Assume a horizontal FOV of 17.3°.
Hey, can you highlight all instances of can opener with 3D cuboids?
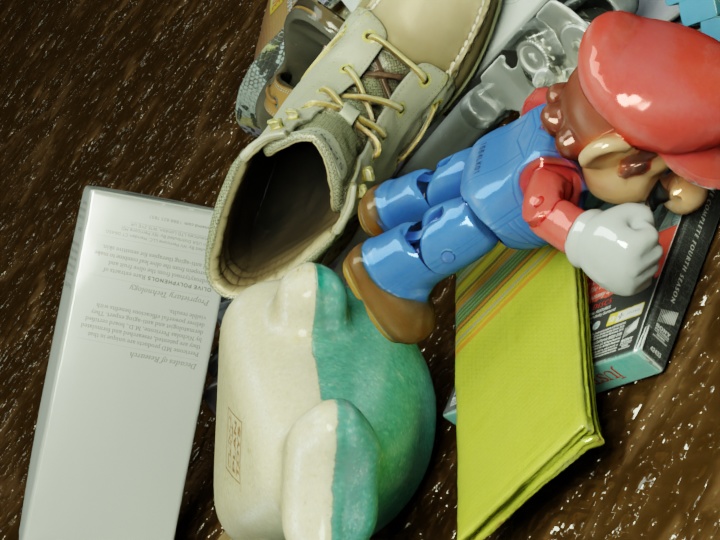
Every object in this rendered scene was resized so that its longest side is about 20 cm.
[{"bbox_3d":[0.080,-0.077,1.174,0.067,0.053,0.200,-38,-5,-32],"label":"can opener"}]

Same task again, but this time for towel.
[{"bbox_3d":[0.072,0.033,1.048,0.086,0.018,0.200,-47,22,29],"label":"towel"}]

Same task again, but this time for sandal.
[{"bbox_3d":[-0.030,-0.098,1.380,0.055,0.082,0.200,-55,6,-20],"label":"sandal"}]

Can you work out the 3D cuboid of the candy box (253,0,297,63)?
[{"bbox_3d":[0.016,-0.208,1.554,0.200,0.055,0.116,-39,26,33],"label":"candy box"}]

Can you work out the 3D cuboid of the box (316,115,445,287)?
[{"bbox_3d":[0.000,0.000,1.249,0.041,0.039,0.200,-26,27,56],"label":"box"}]

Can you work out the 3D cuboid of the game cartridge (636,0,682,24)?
[{"bbox_3d":[0.166,-0.201,1.119,0.200,0.038,0.130,-33,71,37],"label":"game cartridge"}]

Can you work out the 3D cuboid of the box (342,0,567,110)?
[{"bbox_3d":[0.083,-0.200,1.254,0.200,0.124,0.097,-45,-10,22],"label":"box"}]

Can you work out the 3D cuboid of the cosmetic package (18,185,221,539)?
[{"bbox_3d":[-0.129,0.059,1.287,0.108,0.084,0.201,-153,73,-81],"label":"cosmetic package"}]

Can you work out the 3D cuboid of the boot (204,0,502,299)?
[{"bbox_3d":[-0.002,-0.080,1.165,0.200,0.072,0.155,-54,-1,17],"label":"boot"}]

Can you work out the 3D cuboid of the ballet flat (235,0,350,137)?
[{"bbox_3d":[-0.017,-0.135,1.493,0.200,0.072,0.072,-49,19,37],"label":"ballet flat"}]

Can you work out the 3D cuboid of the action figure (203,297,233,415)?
[{"bbox_3d":[-0.045,0.007,1.340,0.130,0.069,0.200,-50,16,33],"label":"action figure"}]

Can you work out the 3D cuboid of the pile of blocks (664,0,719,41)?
[{"bbox_3d":[0.164,-0.154,1.073,0.200,0.062,0.082,56,137,29],"label":"pile of blocks"}]

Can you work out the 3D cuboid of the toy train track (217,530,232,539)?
[{"bbox_3d":[-0.044,0.129,1.196,0.200,0.033,0.115,-52,12,-10],"label":"toy train track"}]

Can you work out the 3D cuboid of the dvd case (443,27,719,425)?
[{"bbox_3d":[0.118,-0.025,1.088,0.146,0.022,0.201,-25,36,53],"label":"dvd case"}]

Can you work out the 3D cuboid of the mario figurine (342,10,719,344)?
[{"bbox_3d":[0.093,-0.029,1.019,0.200,0.106,0.124,-29,65,35],"label":"mario figurine"}]

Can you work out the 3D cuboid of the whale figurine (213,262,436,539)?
[{"bbox_3d":[-0.009,0.076,1.066,0.200,0.103,0.160,-142,54,-77],"label":"whale figurine"}]
